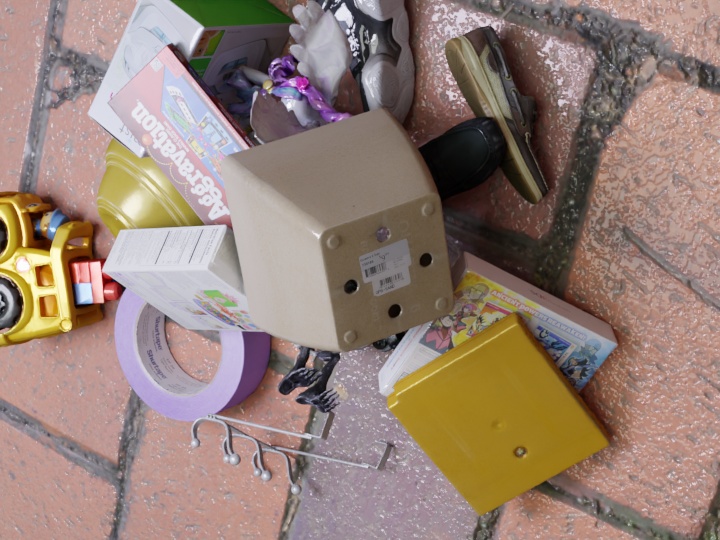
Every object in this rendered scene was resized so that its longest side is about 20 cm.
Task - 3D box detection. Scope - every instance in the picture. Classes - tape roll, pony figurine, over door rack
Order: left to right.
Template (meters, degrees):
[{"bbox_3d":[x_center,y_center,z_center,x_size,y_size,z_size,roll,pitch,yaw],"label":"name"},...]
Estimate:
[{"bbox_3d":[-0.213,0.085,1.854,0.198,0.065,0.203,6,101,29],"label":"tape roll"},{"bbox_3d":[-0.086,0.218,1.756,0.198,0.148,0.067,-6,66,31],"label":"over door rack"},{"bbox_3d":[-0.063,-0.181,1.628,0.199,0.193,0.168,12,68,49],"label":"pony figurine"}]

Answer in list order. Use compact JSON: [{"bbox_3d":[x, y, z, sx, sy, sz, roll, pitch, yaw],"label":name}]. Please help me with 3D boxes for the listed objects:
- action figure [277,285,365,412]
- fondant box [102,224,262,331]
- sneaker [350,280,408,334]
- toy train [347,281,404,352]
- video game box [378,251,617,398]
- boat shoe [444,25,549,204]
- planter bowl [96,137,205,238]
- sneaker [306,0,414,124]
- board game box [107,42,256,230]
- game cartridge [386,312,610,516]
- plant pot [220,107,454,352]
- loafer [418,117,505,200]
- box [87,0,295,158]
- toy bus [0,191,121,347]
[{"bbox_3d":[-0.041,0.061,1.695,0.101,0.201,0.119,-19,135,24],"label":"action figure"},{"bbox_3d":[-0.176,0.011,1.665,0.199,0.144,0.059,1,61,46],"label":"fondant box"},{"bbox_3d":[0.066,0.035,1.666,0.199,0.083,0.071,36,106,11],"label":"sneaker"},{"bbox_3d":[0.000,0.000,1.735,0.046,0.034,0.202,-28,86,25],"label":"toy train"},{"bbox_3d":[0.148,0.096,1.603,0.199,0.047,0.183,26,119,-18],"label":"video game box"},{"bbox_3d":[0.162,-0.170,1.591,0.064,0.073,0.201,-29,101,-9],"label":"boat shoe"},{"bbox_3d":[-0.258,-0.070,1.772,0.200,0.083,0.201,40,160,17],"label":"planter bowl"},{"bbox_3d":[-0.004,-0.253,1.671,0.113,0.075,0.202,7,108,38],"label":"sneaker"},{"bbox_3d":[-0.178,-0.137,1.606,0.103,0.019,0.200,-38,94,26],"label":"board game box"},{"bbox_3d":[0.149,0.159,1.601,0.175,0.033,0.200,-31,117,16],"label":"game cartridge"},{"bbox_3d":[-0.007,-0.025,1.508,0.177,0.198,0.202,40,144,57],"label":"plant pot"},{"bbox_3d":[0.086,-0.108,1.609,0.200,0.070,0.069,-32,84,54],"label":"loafer"},{"bbox_3d":[-0.195,-0.236,1.705,0.096,0.200,0.177,37,114,18],"label":"box"},{"bbox_3d":[-0.400,-0.011,1.913,0.190,0.136,0.202,-7,94,17],"label":"toy bus"}]
